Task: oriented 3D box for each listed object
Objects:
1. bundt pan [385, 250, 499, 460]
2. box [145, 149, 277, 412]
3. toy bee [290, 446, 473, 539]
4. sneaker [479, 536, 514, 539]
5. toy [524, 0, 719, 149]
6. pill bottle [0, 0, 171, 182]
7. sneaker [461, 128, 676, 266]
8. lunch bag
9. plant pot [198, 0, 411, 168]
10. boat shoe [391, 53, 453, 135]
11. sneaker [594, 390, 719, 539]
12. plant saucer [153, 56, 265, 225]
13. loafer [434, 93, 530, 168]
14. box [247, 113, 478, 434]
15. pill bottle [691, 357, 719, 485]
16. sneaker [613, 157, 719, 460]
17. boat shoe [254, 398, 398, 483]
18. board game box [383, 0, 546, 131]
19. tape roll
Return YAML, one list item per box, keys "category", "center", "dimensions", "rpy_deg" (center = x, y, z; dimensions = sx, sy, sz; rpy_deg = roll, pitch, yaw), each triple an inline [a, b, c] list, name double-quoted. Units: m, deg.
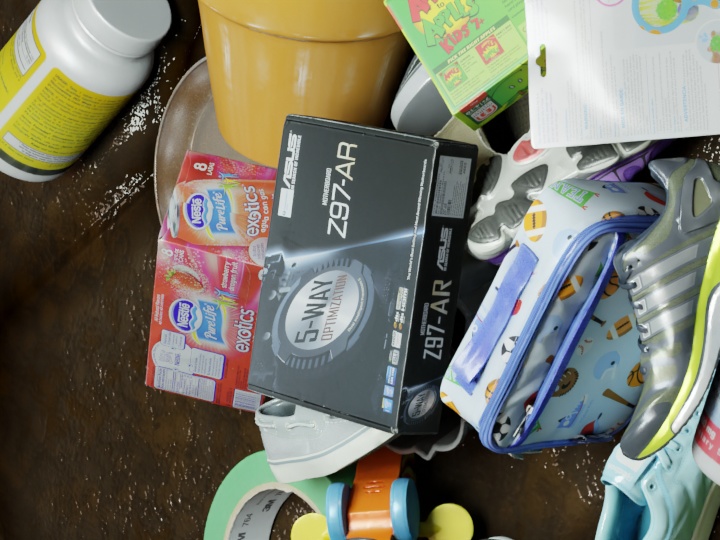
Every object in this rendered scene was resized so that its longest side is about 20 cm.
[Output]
- category: "bundt pan"
  center: [0.043, 0.030, 1.790]
  dimensions: [0.201, 0.075, 0.203]
  rpy_deg: [31, 133, 41]
- category: "box"
  center: [-0.104, 0.011, 1.883]
  dimensions: [0.201, 0.099, 0.096]
  rpy_deg: [101, -178, -54]
- category: "toy bee"
  center: [0.005, 0.207, 1.805]
  dimensions: [0.130, 0.200, 0.110]
  rpy_deg: [5, 117, 31]
- category: "sneaker"
  center: [0.122, 0.240, 1.720]
  dimensions: [0.199, 0.099, 0.071]
  rpy_deg: [19, 104, 44]
- category: "toy"
  center: [0.209, -0.142, 1.597]
  dimensions: [0.198, 0.047, 0.116]
  rpy_deg: [-4, 85, 21]
- category: "pill bottle"
  center: [-0.247, -0.173, 2.100]
  dimensions: [0.200, 0.112, 0.113]
  rpy_deg: [-42, 62, 40]
- category: "sneaker"
  center: [0.155, -0.074, 1.672]
  dimensions: [0.199, 0.083, 0.081]
  rpy_deg: [-36, 54, 16]
- category: "lunch bag"
  center: [0.143, 0.035, 1.642]
  dimensions: [0.076, 0.159, 0.201]
  rpy_deg: [45, 122, 37]
- category: "plant pot"
  center: [-0.039, -0.183, 1.827]
  dimensions: [0.200, 0.199, 0.184]
  rpy_deg: [38, 134, 40]
- category: "boat shoe"
  center: [0.085, -0.179, 1.772]
  dimensions: [0.200, 0.068, 0.057]
  rpy_deg: [-49, 51, 30]
- category: "sneaker"
  center: [0.204, 0.122, 1.637]
  dimensions: [0.074, 0.082, 0.202]
  rpy_deg: [23, 109, 44]
- category: "plant saucer"
  center: [-0.096, -0.078, 1.997]
  dimensions: [0.199, 0.032, 0.202]
  rpy_deg: [4, 95, 48]
- category: "loafer"
  center: [0.100, -0.099, 1.751]
  dimensions: [0.200, 0.068, 0.076]
  rpy_deg: [-35, 67, 43]
- category: "box"
  center: [0.000, 0.000, 1.701]
  dimensions: [0.160, 0.043, 0.202]
  rpy_deg: [14, 98, 46]
- category: "pill bottle"
  center: [0.284, 0.042, 1.525]
  dimensions: [0.109, 0.108, 0.201]
  rpy_deg: [32, 115, 42]
- category: "sneaker"
  center: [0.193, 0.021, 1.550]
  dimensions: [0.080, 0.074, 0.202]
  rpy_deg: [17, 90, 5]
- category: "boat shoe"
  center: [-0.023, 0.106, 1.794]
  dimensions: [0.072, 0.070, 0.200]
  rpy_deg: [61, 149, -3]
- category: "board game box"
  center: [0.126, -0.197, 1.667]
  dimensions: [0.199, 0.048, 0.102]
  rpy_deg: [-36, 67, 12]
- category: "tape roll"
  center: [-0.047, 0.240, 1.945]
  dimensions: [0.200, 0.048, 0.202]
  rpy_deg: [4, 95, 48]
